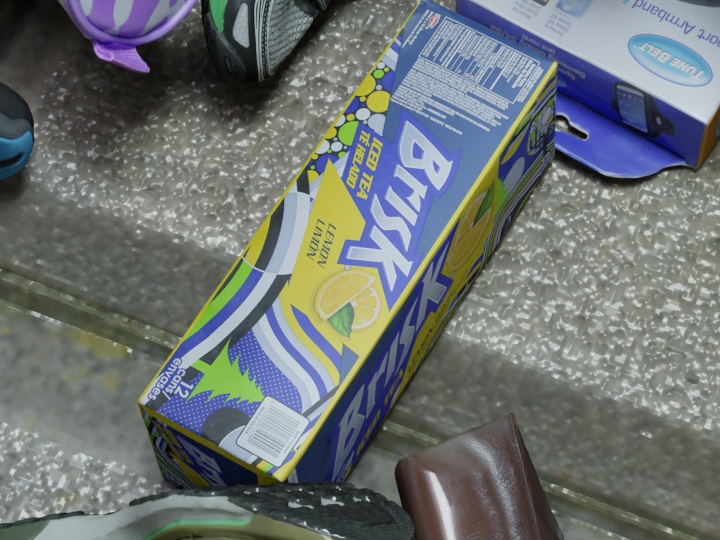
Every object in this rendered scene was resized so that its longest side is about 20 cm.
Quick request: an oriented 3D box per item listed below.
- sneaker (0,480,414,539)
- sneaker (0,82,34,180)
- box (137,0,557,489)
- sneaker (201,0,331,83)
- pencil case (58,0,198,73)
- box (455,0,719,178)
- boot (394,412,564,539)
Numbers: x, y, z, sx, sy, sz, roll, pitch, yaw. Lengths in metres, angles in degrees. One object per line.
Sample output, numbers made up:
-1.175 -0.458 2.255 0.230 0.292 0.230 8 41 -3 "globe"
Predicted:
-0.055 0.119 0.683 0.077 0.199 0.089 1 78 -45 "sneaker"
-0.206 -0.107 0.840 0.199 0.073 0.082 30 65 16 "sneaker"
0.000 0.000 0.777 0.064 0.070 0.200 27 66 18 "box"
-0.001 -0.155 0.856 0.085 0.078 0.201 26 65 14 "sneaker"
-0.140 -0.155 0.826 0.200 0.084 0.086 31 99 40 "pencil case"
0.128 -0.133 0.862 0.119 0.042 0.200 29 64 16 "box"
0.033 0.131 0.652 0.064 0.186 0.201 -17 63 18 "boot"
